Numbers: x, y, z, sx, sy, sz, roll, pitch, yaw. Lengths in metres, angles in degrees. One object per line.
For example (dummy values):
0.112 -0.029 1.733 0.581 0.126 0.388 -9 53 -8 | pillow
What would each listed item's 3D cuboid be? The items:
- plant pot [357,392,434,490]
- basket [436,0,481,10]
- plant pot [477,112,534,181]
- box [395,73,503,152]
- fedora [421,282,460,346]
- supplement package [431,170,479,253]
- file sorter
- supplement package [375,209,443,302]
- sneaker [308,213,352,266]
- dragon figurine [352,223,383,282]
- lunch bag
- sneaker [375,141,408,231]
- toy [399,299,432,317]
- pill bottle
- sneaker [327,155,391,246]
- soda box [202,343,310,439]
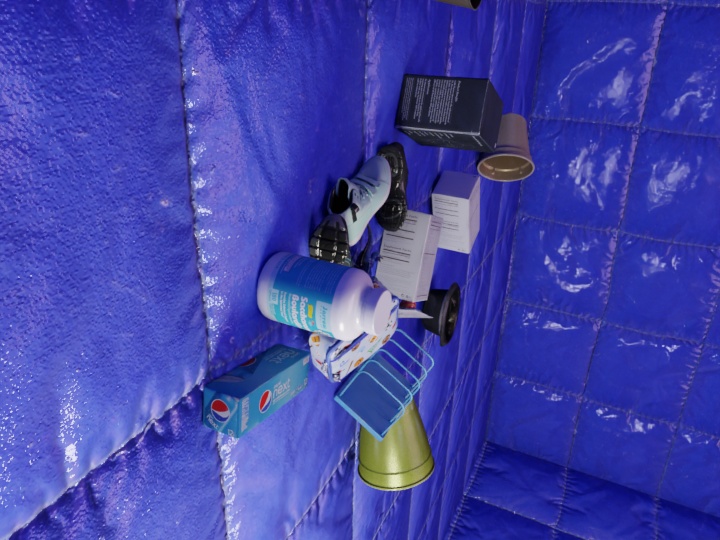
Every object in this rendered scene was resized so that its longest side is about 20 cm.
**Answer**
0.079 0.399 1.448 0.200 0.197 0.197 -32 119 -60 | plant pot
0.107 -0.543 0.992 0.137 0.197 0.183 -54 147 -42 | basket
0.520 -0.445 2.072 0.200 0.197 0.187 45 49 -64 | plant pot
0.208 -0.355 1.333 0.199 0.193 0.126 1 101 -67 | box
0.242 0.128 1.794 0.200 0.090 0.205 12 90 -67 | fedora
0.278 -0.169 1.686 0.202 0.108 0.115 79 32 -44 | supplement package
0.061 0.246 1.312 0.123 0.138 0.200 -54 173 36 | file sorter
0.113 -0.038 1.380 0.113 0.108 0.204 1 100 -67 | supplement package
-0.051 -0.021 1.068 0.080 0.074 0.203 -63 163 -53 | sneaker
0.000 0.000 1.195 0.099 0.058 0.204 -30 129 -61 | dragon figurine
-0.012 0.120 1.117 0.199 0.075 0.161 -39 155 -23 | lunch bag
0.078 -0.183 1.277 0.091 0.075 0.203 -54 151 -57 | sneaker
0.099 0.089 1.416 0.199 0.113 0.048 17 72 -68 | toy
-0.054 0.042 0.906 0.111 0.197 0.113 -42 138 -54 | pill bottle
0.002 -0.156 1.093 0.119 0.073 0.203 71 40 -61 | sneaker
-0.155 0.180 0.905 0.199 0.067 0.065 -24 123 -63 | soda box
